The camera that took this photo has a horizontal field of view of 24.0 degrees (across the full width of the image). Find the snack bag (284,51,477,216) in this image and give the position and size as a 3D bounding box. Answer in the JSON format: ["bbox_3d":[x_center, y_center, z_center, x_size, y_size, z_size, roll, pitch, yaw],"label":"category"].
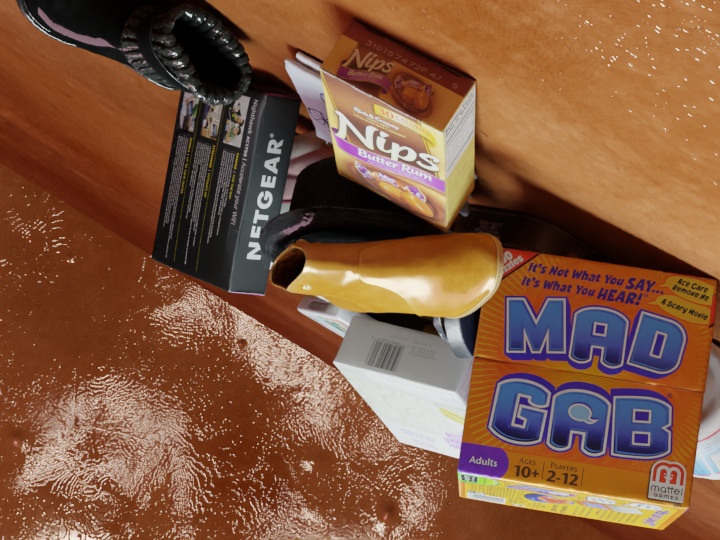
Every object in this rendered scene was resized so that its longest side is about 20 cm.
[{"bbox_3d":[0.026,-0.122,1.573,0.188,0.022,0.200,29,170,14],"label":"snack bag"}]

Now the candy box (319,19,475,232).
[{"bbox_3d":[0.034,-0.116,1.401,0.116,0.057,0.200,29,162,14],"label":"candy box"}]

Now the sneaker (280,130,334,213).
[{"bbox_3d":[-0.012,-0.094,1.732,0.198,0.106,0.075,0,162,1],"label":"sneaker"}]

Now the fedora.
[{"bbox_3d":[0.005,-0.051,1.577,0.199,0.092,0.201,1,159,0],"label":"fedora"}]

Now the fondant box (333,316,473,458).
[{"bbox_3d":[0.077,0.129,1.739,0.143,0.059,0.200,12,158,30],"label":"fondant box"}]

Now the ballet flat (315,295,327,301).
[{"bbox_3d":[0.000,0.000,1.735,0.199,0.075,0.068,-9,120,31],"label":"ballet flat"}]

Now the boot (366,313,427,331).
[{"bbox_3d":[-0.006,0.024,1.837,0.200,0.075,0.097,39,-152,25],"label":"boot"}]

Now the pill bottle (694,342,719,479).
[{"bbox_3d":[0.345,0.147,1.720,0.108,0.109,0.200,25,170,29],"label":"pill bottle"}]

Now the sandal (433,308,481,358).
[{"bbox_3d":[0.091,0.042,1.610,0.042,0.077,0.200,0,-179,8],"label":"sandal"}]

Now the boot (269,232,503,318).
[{"bbox_3d":[0.017,0.002,1.469,0.143,0.071,0.201,9,166,-30],"label":"boot"}]

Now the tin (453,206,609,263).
[{"bbox_3d":[0.165,-0.016,1.656,0.112,0.042,0.200,30,172,-26],"label":"tin"}]

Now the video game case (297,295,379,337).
[{"bbox_3d":[0.038,0.086,1.855,0.199,0.024,0.182,30,173,-14],"label":"video game case"}]

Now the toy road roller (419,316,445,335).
[{"bbox_3d":[0.174,0.066,1.786,0.199,0.124,0.146,32,172,-37],"label":"toy road roller"}]

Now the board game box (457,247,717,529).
[{"bbox_3d":[0.199,0.112,1.528,0.198,0.202,0.200,9,167,6],"label":"board game box"}]

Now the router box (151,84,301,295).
[{"bbox_3d":[-0.138,-0.089,1.707,0.051,0.202,0.149,4,-169,-40],"label":"router box"}]

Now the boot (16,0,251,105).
[{"bbox_3d":[-0.209,-0.226,1.570,0.210,0.080,0.158,23,-178,-25],"label":"boot"}]
